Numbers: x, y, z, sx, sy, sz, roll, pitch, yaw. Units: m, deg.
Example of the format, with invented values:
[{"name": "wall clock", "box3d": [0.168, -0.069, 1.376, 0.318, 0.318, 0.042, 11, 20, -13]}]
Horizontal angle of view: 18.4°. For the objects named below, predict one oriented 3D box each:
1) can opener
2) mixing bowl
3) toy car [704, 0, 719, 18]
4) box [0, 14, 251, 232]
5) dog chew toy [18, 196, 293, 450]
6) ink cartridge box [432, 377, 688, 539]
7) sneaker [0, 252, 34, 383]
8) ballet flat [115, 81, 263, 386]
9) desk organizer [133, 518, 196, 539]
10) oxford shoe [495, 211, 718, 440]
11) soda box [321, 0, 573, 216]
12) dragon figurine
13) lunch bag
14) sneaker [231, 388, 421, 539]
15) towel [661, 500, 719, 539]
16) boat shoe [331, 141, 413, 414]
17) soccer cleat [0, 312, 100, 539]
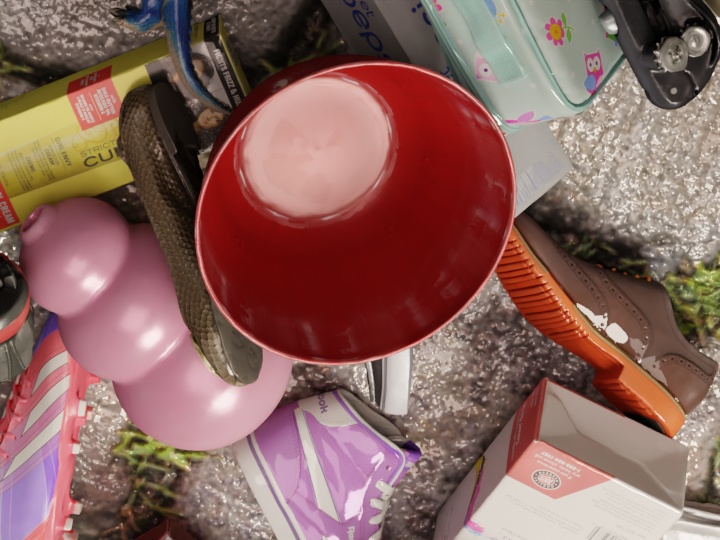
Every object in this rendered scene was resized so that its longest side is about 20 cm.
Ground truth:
[{"name": "can opener", "box3d": [0.160, -0.187, 1.348, 0.063, 0.079, 0.200, -35, 114, -8]}, {"name": "mixing bowl", "box3d": [-0.015, -0.055, 1.369, 0.200, 0.108, 0.201, -8, 119, -14]}, {"name": "toy car", "box3d": [0.273, -0.256, 1.353, 0.200, 0.164, 0.158, -32, 108, -1]}, {"name": "box", "box3d": [-0.169, -0.093, 1.448, 0.200, 0.050, 0.075, -20, 110, 6]}, {"name": "dog chew toy", "box3d": [-0.138, 0.027, 1.446, 0.125, 0.125, 0.200, -43, 114, 13]}, {"name": "ink cartridge box", "box3d": [0.124, 0.178, 1.528, 0.116, 0.068, 0.200, 27, 129, -10]}, {"name": "sneaker", "box3d": [-0.269, 0.002, 1.428, 0.071, 0.200, 0.098, -34, 141, -17]}, {"name": "ballet flat", "box3d": [-0.111, -0.020, 1.392, 0.046, 0.067, 0.200, -22, 85, 20]}, {"name": "desk organizer", "box3d": [-0.082, 0.252, 1.562, 0.200, 0.077, 0.072, 41, 104, -15]}, {"name": "oxford shoe", "box3d": [0.160, 0.022, 1.503, 0.073, 0.071, 0.200, -47, 105, -15]}, {"name": "soda box", "box3d": [0.050, -0.128, 1.423, 0.063, 0.068, 0.200, -40, 110, -22]}, {"name": "dragon figurine", "box3d": [-0.117, -0.198, 1.376, 0.099, 0.059, 0.200, -37, 82, 13]}, {"name": "lunch bag", "box3d": [0.089, -0.194, 1.360, 0.077, 0.160, 0.200, -13, 116, 39]}, {"name": "sneaker", "box3d": [0.003, 0.176, 1.542, 0.114, 0.073, 0.201, -25, 109, 4]}, {"name": "towel", "box3d": [0.287, 0.267, 1.605, 0.199, 0.032, 0.192, 10, 110, -5]}, {"name": "boat shoe", "box3d": [0.000, 0.000, 1.480, 0.066, 0.070, 0.201, -2, 109, 5]}, {"name": "soccer cleat", "box3d": [-0.224, 0.113, 1.517, 0.076, 0.067, 0.201, 9, 111, 2]}]
